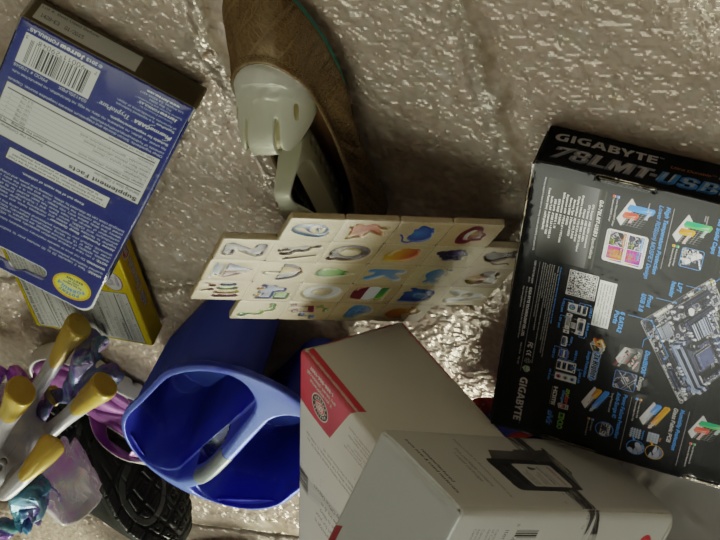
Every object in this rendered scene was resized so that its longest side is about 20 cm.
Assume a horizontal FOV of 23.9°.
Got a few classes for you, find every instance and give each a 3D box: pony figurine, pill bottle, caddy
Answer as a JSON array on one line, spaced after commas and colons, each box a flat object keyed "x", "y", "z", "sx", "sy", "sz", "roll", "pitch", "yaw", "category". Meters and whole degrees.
[{"x": -0.259, "y": 0.126, "z": 1.278, "sx": 0.166, "sy": 0.193, "sz": 0.200, "roll": 40, "pitch": 120, "yaw": -5, "category": "pony figurine"}, {"x": 0.204, "y": 0.199, "z": 1.192, "sx": 0.119, "sy": 0.120, "sz": 0.200, "roll": 22, "pitch": 157, "yaw": 1, "category": "pill bottle"}, {"x": -0.092, "y": 0.108, "z": 1.253, "sx": 0.141, "sy": 0.105, "sz": 0.200, "roll": 32, "pitch": 144, "yaw": -12, "category": "caddy"}]

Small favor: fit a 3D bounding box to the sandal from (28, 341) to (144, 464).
[{"x": -0.185, "y": 0.130, "z": 1.381, "sx": 0.202, "sy": 0.050, "sz": 0.082, "roll": 31, "pitch": 144, "yaw": -12, "category": "sandal"}]

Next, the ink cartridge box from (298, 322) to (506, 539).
[{"x": 0.024, "y": 0.160, "z": 1.149, "sx": 0.146, "sy": 0.084, "sz": 0.201, "roll": 48, "pitch": 144, "yaw": 44, "category": "ink cartridge box"}]

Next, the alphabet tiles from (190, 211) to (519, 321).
[{"x": 0.000, "y": 0.000, "z": 1.065, "sx": 0.199, "sy": 0.006, "sz": 0.167, "roll": 2, "pitch": 157, "yaw": -17, "category": "alphabet tiles"}]

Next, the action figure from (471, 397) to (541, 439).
[{"x": 0.133, "y": 0.120, "z": 1.156, "sx": 0.065, "sy": 0.100, "sz": 0.199, "roll": 14, "pitch": 157, "yaw": -38, "category": "action figure"}]

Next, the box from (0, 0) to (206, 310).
[{"x": -0.192, "y": -0.070, "z": 1.106, "sx": 0.121, "sy": 0.032, "sz": 0.200, "roll": 28, "pitch": 128, "yaw": -8, "category": "box"}]

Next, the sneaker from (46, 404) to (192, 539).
[{"x": -0.227, "y": 0.169, "z": 1.450, "sx": 0.200, "sy": 0.076, "sz": 0.091, "roll": 43, "pitch": 150, "yaw": -16, "category": "sneaker"}]

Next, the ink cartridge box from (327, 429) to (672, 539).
[{"x": 0.076, "y": 0.182, "z": 1.035, "sx": 0.199, "sy": 0.146, "sz": 0.083, "roll": 9, "pitch": -156, "yaw": -43, "category": "ink cartridge box"}]

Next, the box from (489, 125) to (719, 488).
[{"x": 0.187, "y": 0.030, "z": 1.010, "sx": 0.197, "sy": 0.050, "sz": 0.201, "roll": 13, "pitch": 126, "yaw": 11, "category": "box"}]

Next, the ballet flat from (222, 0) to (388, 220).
[{"x": -0.038, "y": -0.078, "z": 1.015, "sx": 0.067, "sy": 0.073, "sz": 0.201, "roll": 5, "pitch": 141, "yaw": 25, "category": "ballet flat"}]

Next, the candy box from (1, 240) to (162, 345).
[{"x": -0.213, "y": -0.022, "z": 1.220, "sx": 0.102, "sy": 0.027, "sz": 0.201, "roll": 11, "pitch": 143, "yaw": 19, "category": "candy box"}]
